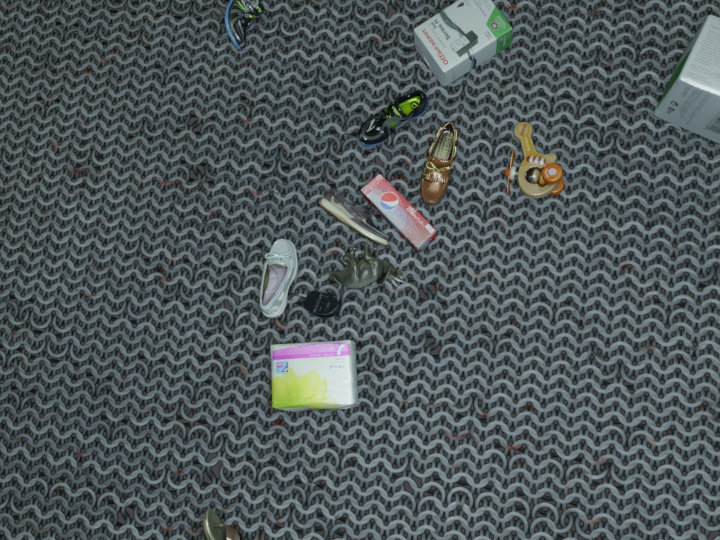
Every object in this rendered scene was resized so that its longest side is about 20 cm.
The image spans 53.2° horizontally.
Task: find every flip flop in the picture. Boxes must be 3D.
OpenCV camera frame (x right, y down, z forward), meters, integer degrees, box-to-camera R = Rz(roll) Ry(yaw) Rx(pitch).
[{"bbox_3d":[-0.284,0.614,1.604,0.057,0.081,0.200,-37,81,4],"label":"flip flop"}]

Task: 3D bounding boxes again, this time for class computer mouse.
[{"bbox_3d":[-0.139,0.069,1.719,0.199,0.034,0.059,17,68,17],"label":"computer mouse"}]

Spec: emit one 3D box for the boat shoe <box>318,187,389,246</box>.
[{"bbox_3d":[-0.008,-0.130,1.718,0.200,0.072,0.065,34,90,18],"label":"boat shoe"}]

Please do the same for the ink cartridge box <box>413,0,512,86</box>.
[{"bbox_3d":[0.248,-0.571,1.763,0.200,0.083,0.147,-33,77,1],"label":"ink cartridge box"}]

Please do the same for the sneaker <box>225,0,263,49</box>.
[{"bbox_3d":[-0.294,-0.667,1.848,0.082,0.071,0.201,6,77,14],"label":"sneaker"}]

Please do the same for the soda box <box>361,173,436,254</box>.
[{"bbox_3d":[0.091,-0.135,1.706,0.063,0.070,0.200,-42,78,-2],"label":"soda box"}]

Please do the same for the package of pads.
[{"bbox_3d":[-0.106,0.244,1.659,0.199,0.068,0.155,-5,78,7],"label":"package of pads"}]

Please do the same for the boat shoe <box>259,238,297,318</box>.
[{"bbox_3d":[-0.198,0.010,1.703,0.074,0.065,0.203,6,65,13],"label":"boat shoe"}]

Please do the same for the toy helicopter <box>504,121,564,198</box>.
[{"bbox_3d":[0.395,-0.260,1.703,0.132,0.079,0.201,-16,67,13],"label":"toy helicopter"}]

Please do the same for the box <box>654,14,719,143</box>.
[{"bbox_3d":[0.804,-0.418,1.605,0.199,0.199,0.172,28,83,11],"label":"box"}]

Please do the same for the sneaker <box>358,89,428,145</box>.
[{"bbox_3d":[0.076,-0.377,1.748,0.199,0.083,0.071,-33,77,0],"label":"sneaker"}]

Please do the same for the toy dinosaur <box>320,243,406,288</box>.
[{"bbox_3d":[0.000,0.000,1.689,0.199,0.077,0.103,-11,71,2],"label":"toy dinosaur"}]

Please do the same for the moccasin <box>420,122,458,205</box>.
[{"bbox_3d":[0.190,-0.254,1.712,0.073,0.078,0.202,21,82,10],"label":"moccasin"}]
